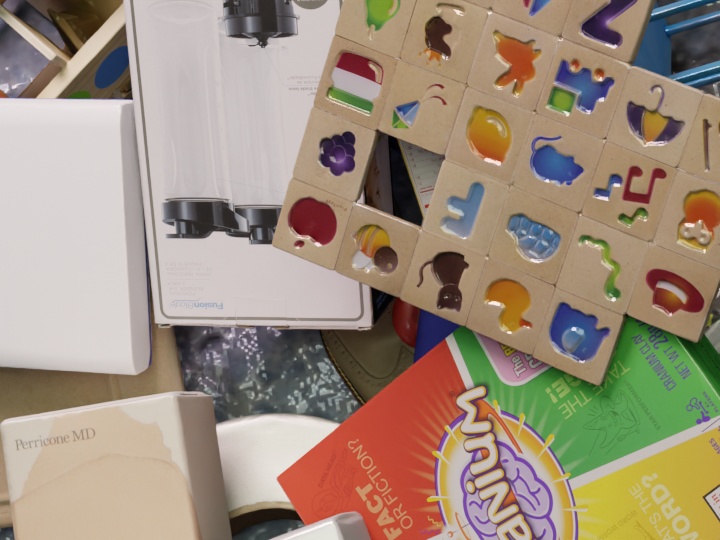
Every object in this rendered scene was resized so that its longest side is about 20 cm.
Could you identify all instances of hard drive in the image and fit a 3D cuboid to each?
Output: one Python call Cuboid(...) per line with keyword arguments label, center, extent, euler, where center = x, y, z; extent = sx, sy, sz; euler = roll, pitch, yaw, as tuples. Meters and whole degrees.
Cuboid(label="hard drive", center=(-0.201, -0.020, 1.074), extent=(0.198, 0.025, 0.133), euler=(2, 102, 20))

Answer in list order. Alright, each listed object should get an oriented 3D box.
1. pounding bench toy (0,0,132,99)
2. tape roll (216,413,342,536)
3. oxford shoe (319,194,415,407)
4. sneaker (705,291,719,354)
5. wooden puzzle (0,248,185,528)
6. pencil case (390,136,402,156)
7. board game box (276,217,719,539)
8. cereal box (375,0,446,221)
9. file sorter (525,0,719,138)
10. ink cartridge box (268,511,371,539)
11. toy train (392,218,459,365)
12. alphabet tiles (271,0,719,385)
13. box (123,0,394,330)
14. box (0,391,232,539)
Cuboid(label="pounding bench toy", center=(-0.181, -0.140, 1.118), extent=(0.124, 0.200, 0.156), euler=(40, 82, 17))
Cuboid(label="tape roll", center=(-0.041, 0.173, 1.092), extent=(0.201, 0.037, 0.205), euler=(-2, 73, 7))
Cuboid(label="oxford shoe", center=(0.000, 0.000, 1.115), extent=(0.070, 0.075, 0.201), euler=(-25, 72, 0))
Cuboid(label="sneaker", center=(0.166, 0.036, 1.052), extent=(0.200, 0.085, 0.074), euler=(-43, 51, -18))
Cuboid(label="wooden puzzle", center=(-0.187, 0.039, 1.114), extent=(0.198, 0.037, 0.187), euler=(-10, 93, 21))
Cuboid(label="pencil case", center=(0.026, -0.106, 1.103), extent=(0.199, 0.087, 0.078), euler=(34, 52, -11))
Cuboid(label="board game box", center=(0.079, 0.097, 0.960), extent=(0.200, 0.040, 0.154), euler=(-41, 75, 21))
Cuboid(label="cereal box", center=(0.055, -0.118, 1.007), extent=(0.039, 0.144, 0.202), euler=(-13, 100, 37))
Cuboid(label="file sorter", center=(0.164, -0.108, 1.011), extent=(0.122, 0.139, 0.201), euler=(-15, 44, 25))
Cuboid(label="ink cartridge box", center=(-0.072, 0.208, 0.935), extent=(0.198, 0.083, 0.146), euler=(-21, 84, 6))
Cuboid(label="toy train", center=(0.083, 0.026, 1.062), extent=(0.115, 0.084, 0.202), euler=(8, 90, -30))
Cuboid(label="alphabet tiles", center=(0.071, -0.052, 0.920), extent=(0.199, 0.008, 0.169), euler=(23, 105, 18))
Cuboid(label="box", center=(-0.048, -0.075, 1.040), extent=(0.115, 0.060, 0.202), euler=(-1, 107, 15))
Cuboid(label="box", center=(-0.107, 0.164, 1.025), extent=(0.094, 0.078, 0.202), euler=(-11, 85, 8))
